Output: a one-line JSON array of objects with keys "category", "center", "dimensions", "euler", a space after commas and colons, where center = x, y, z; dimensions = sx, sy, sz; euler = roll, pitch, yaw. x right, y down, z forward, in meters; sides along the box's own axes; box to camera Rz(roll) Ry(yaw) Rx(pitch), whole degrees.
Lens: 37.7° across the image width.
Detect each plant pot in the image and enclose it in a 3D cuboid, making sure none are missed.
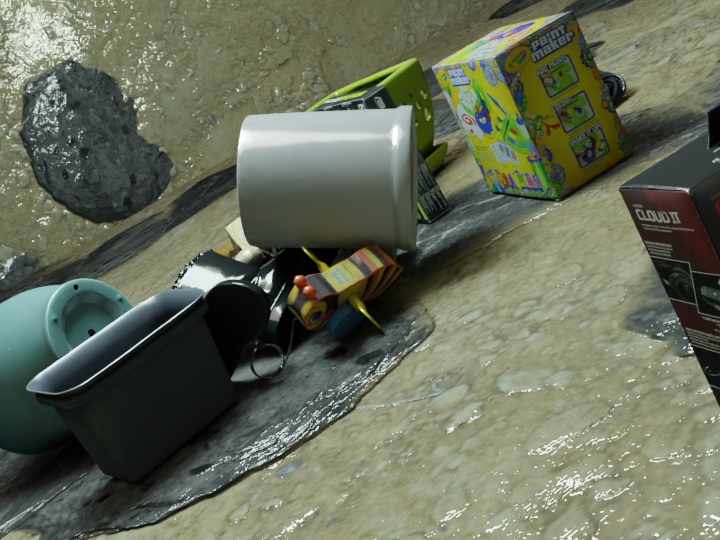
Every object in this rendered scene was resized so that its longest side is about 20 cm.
[{"category": "plant pot", "center": [-0.372, 0.104, 1.305], "dimensions": [0.188, 0.200, 0.200], "euler": [-29, 11, 38]}, {"category": "plant pot", "center": [0.016, -0.207, 1.727], "dimensions": [0.199, 0.182, 0.199], "euler": [-16, 19, 41]}]

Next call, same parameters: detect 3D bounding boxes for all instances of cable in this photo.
[{"category": "cable", "center": [0.302, -0.244, 1.587], "dimensions": [0.199, 0.051, 0.163], "euler": [-20, 17, 27]}]

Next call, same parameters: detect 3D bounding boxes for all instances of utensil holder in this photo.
[{"category": "utensil holder", "center": [-0.034, -0.107, 1.251], "dimensions": [0.199, 0.171, 0.170], "euler": [-1, 19, 5]}]

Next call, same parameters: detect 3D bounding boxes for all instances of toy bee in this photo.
[{"category": "toy bee", "center": [-0.033, 0.033, 1.169], "dimensions": [0.130, 0.109, 0.200], "euler": [25, 63, 17]}]

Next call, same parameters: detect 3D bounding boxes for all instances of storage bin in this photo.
[{"category": "storage bin", "center": [-0.242, 0.130, 1.161], "dimensions": [0.200, 0.135, 0.145], "euler": [-38, 21, -34]}]

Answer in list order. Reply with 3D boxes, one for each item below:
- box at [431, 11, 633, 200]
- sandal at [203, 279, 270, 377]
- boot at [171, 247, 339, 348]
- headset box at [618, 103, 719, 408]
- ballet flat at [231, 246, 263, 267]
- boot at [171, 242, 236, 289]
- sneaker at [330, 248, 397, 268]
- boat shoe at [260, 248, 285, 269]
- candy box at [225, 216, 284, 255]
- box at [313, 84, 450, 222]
[{"category": "box", "center": [0.214, -0.207, 1.345], "dimensions": [0.122, 0.193, 0.200], "euler": [-31, 16, -12]}, {"category": "sandal", "center": [-0.150, 0.062, 1.213], "dimensions": [0.048, 0.075, 0.201], "euler": [-50, -2, -41]}, {"category": "boot", "center": [-0.134, 0.007, 1.329], "dimensions": [0.162, 0.074, 0.199], "euler": [13, 56, 24]}, {"category": "headset box", "center": [0.257, -0.015, 0.617], "dimensions": [0.148, 0.201, 0.077], "euler": [-31, 14, -13]}, {"category": "ballet flat", "center": [-0.193, 0.010, 1.469], "dimensions": [0.066, 0.057, 0.200], "euler": [-30, -4, -37]}, {"category": "boot", "center": [-0.262, 0.017, 1.733], "dimensions": [0.144, 0.071, 0.201], "euler": [-21, 12, 48]}, {"category": "sneaker", "center": [0.000, 0.000, 1.329], "dimensions": [0.082, 0.074, 0.200], "euler": [-55, 0, 40]}, {"category": "boat shoe", "center": [-0.146, 0.004, 1.527], "dimensions": [0.199, 0.074, 0.074], "euler": [-13, 20, 44]}, {"category": "candy box", "center": [-0.104, -0.083, 1.606], "dimensions": [0.200, 0.057, 0.117], "euler": [-38, -17, -11]}, {"category": "box", "center": [0.027, -0.164, 1.527], "dimensions": [0.047, 0.201, 0.193], "euler": [-35, 15, -20]}]
